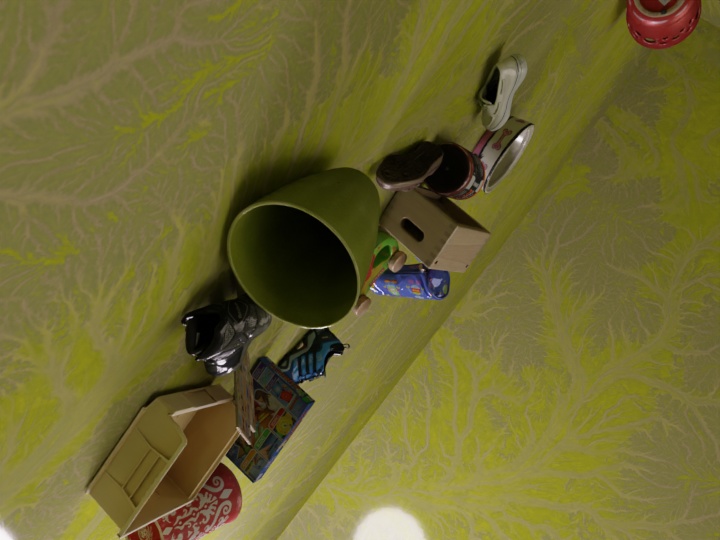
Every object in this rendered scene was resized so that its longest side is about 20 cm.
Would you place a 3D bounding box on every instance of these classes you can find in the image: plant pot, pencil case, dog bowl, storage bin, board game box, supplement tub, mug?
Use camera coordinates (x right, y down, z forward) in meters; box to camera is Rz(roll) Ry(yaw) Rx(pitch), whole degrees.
[{"bbox_3d":[0.844,-0.746,1.845,0.201,0.200,0.182,-57,156,18],"label":"plant pot"},{"bbox_3d":[-0.051,-0.057,0.898,0.200,0.186,0.188,-56,173,-49],"label":"plant pot"},{"bbox_3d":[0.107,0.020,1.463,0.087,0.199,0.078,47,61,-34],"label":"pencil case"},{"bbox_3d":[0.341,-0.294,1.625,0.200,0.074,0.200,-47,164,-17],"label":"dog bowl"},{"bbox_3d":[-0.301,0.293,1.059,0.199,0.094,0.200,-54,164,7],"label":"storage bin"},{"bbox_3d":[-0.195,0.288,1.272,0.201,0.135,0.034,-55,163,12],"label":"board game box"},{"bbox_3d":[0.201,-0.202,1.370,0.107,0.107,0.200,-56,163,15],"label":"supplement tub"},{"bbox_3d":[-0.350,0.446,1.268,0.133,0.179,0.199,-18,178,31],"label":"mug"}]

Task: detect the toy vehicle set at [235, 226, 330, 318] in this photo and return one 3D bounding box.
[{"bbox_3d":[-0.103,0.000,1.016,0.199,0.026,0.125,-32,147,-32],"label":"toy vehicle set"}]

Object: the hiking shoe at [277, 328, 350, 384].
[{"bbox_3d":[-0.118,0.209,1.402,0.200,0.086,0.074,-49,164,-9],"label":"hiking shoe"}]

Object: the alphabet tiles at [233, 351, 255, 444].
[{"bbox_3d":[-0.192,0.199,1.093,0.007,0.169,0.200,-6,155,-3],"label":"alphabet tiles"}]

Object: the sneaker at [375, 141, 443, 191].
[{"bbox_3d":[0.086,-0.169,1.185,0.200,0.070,0.076,-34,157,-47],"label":"sneaker"}]

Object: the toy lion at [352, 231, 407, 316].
[{"bbox_3d":[0.000,0.000,1.347,0.200,0.068,0.192,-50,157,-8],"label":"toy lion"}]

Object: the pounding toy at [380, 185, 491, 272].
[{"bbox_3d":[0.135,-0.082,1.359,0.183,0.200,0.143,5,123,-54],"label":"pounding toy"}]

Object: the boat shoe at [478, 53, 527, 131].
[{"bbox_3d":[0.269,-0.356,1.328,0.066,0.074,0.201,-16,153,-16],"label":"boat shoe"}]

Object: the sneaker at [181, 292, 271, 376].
[{"bbox_3d":[-0.212,0.100,0.939,0.113,0.077,0.199,-10,158,-35],"label":"sneaker"}]
